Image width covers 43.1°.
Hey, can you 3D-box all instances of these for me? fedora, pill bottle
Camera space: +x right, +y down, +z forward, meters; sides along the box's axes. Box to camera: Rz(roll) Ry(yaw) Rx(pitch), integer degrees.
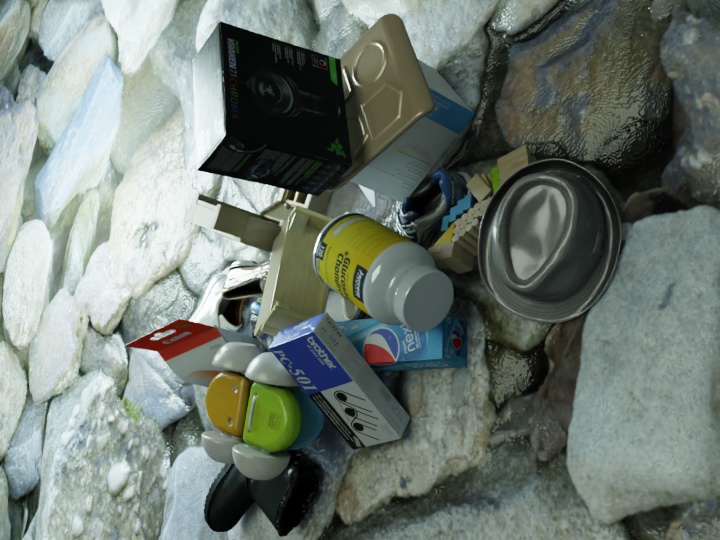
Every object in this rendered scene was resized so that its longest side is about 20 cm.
[{"bbox_3d":[0.215,-0.037,1.089,0.176,0.090,0.201,24,98,24],"label":"fedora"},{"bbox_3d":[0.030,0.004,1.202,0.200,0.112,0.113,32,101,50],"label":"pill bottle"}]

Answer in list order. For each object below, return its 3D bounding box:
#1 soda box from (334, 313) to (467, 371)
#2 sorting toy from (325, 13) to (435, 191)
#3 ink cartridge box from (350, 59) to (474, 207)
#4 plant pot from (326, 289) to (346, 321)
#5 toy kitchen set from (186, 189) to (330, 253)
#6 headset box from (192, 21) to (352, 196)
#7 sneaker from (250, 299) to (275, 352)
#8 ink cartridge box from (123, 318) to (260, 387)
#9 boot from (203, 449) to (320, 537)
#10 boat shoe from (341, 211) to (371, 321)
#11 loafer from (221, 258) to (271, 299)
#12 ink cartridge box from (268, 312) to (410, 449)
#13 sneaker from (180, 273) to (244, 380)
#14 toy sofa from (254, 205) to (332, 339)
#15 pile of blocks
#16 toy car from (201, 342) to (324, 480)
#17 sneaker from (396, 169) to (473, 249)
[{"bbox_3d":[0.045,0.101,1.255,0.199,0.068,0.065,-8,71,35],"label":"soda box"},{"bbox_3d":[0.005,-0.230,1.264,0.199,0.036,0.186,-35,56,28],"label":"sorting toy"},{"bbox_3d":[0.039,-0.206,1.333,0.200,0.125,0.129,-51,48,20],"label":"ink cartridge box"},{"bbox_3d":[-0.051,0.105,1.400,0.199,0.027,0.202,-16,68,42],"label":"plant pot"},{"bbox_3d":[-0.177,-0.137,1.476,0.163,0.199,0.182,19,91,46],"label":"toy kitchen set"},{"bbox_3d":[-0.112,-0.207,1.207,0.093,0.199,0.176,-35,53,48],"label":"headset box"},{"bbox_3d":[-0.105,0.114,1.395,0.199,0.070,0.083,33,121,44],"label":"sneaker"},{"bbox_3d":[-0.254,0.139,1.469,0.162,0.199,0.051,-24,62,39],"label":"ink cartridge box"},{"bbox_3d":[-0.151,0.347,1.394,0.162,0.073,0.199,31,96,46],"label":"boot"},{"bbox_3d":[0.000,0.000,1.363,0.067,0.057,0.201,-50,35,39],"label":"boat shoe"},{"bbox_3d":[-0.150,0.021,1.481,0.199,0.072,0.063,-3,50,44],"label":"loafer"},{"bbox_3d":[-0.027,0.155,1.248,0.094,0.200,0.044,-22,24,39],"label":"ink cartridge box"},{"bbox_3d":[-0.257,0.109,1.574,0.084,0.073,0.201,27,96,49],"label":"sneaker"},{"bbox_3d":[-0.091,0.014,1.355,0.098,0.082,0.201,128,156,-50],"label":"toy sofa"},{"bbox_3d":[0.169,-0.074,1.213,0.200,0.062,0.082,-45,39,16],"label":"pile of blocks"},{"bbox_3d":[-0.134,0.204,1.339,0.199,0.149,0.177,9,89,48],"label":"toy car"},{"bbox_3d":[0.077,-0.065,1.281,0.200,0.085,0.077,-53,47,21],"label":"sneaker"}]
